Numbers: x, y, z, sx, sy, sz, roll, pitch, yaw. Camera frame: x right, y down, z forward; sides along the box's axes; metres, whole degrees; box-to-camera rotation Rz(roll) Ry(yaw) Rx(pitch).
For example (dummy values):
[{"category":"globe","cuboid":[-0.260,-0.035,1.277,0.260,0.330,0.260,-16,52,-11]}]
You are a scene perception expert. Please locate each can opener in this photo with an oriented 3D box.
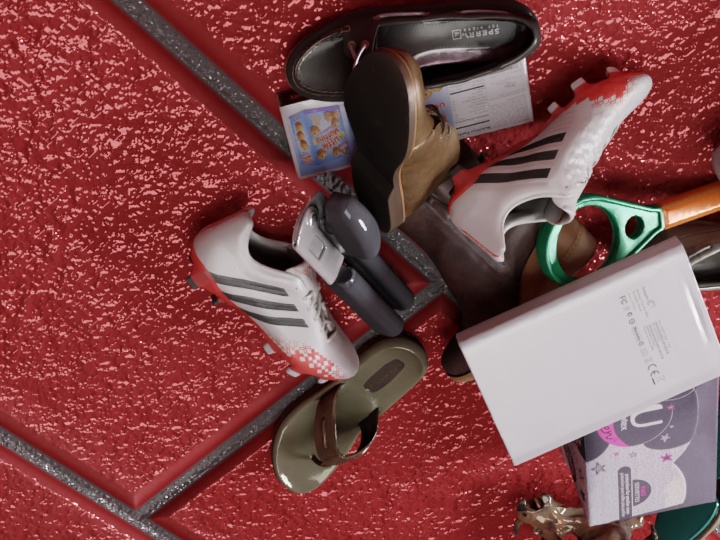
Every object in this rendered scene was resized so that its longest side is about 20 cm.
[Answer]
[{"category":"can opener","cuboid":[0.000,0.000,1.176,0.066,0.053,0.200,16,162,28]}]

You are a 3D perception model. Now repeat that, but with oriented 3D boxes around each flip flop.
[{"category":"flip flop","cuboid":[-0.011,0.140,1.320,0.081,0.058,0.200,33,115,-30]}]

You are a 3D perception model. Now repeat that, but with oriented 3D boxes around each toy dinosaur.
[{"category":"toy dinosaur","cuboid":[0.248,0.303,1.445,0.135,0.086,0.201,-25,86,13]}]

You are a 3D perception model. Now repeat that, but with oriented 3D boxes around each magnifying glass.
[{"category":"magnifying glass","cuboid":[0.236,-0.040,1.208,0.199,0.022,0.080,-18,109,-21]}]

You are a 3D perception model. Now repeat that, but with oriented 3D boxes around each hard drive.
[{"category":"hard drive","cuboid":[0.195,0.069,1.192,0.199,0.026,0.133,-24,114,5]}]

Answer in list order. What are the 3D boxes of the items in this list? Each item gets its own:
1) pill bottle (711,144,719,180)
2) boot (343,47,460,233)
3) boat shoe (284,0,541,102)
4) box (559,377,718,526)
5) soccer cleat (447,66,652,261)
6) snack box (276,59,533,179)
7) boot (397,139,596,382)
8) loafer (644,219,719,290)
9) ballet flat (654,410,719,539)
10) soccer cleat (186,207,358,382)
[{"category":"pill bottle","cuboid":[0.395,-0.121,1.159,0.112,0.113,0.200,31,117,-29]},{"category":"boot","cuboid":[0.036,-0.110,1.077,0.075,0.074,0.200,-31,156,-16]},{"category":"boat shoe","cuboid":[0.040,-0.169,1.078,0.198,0.057,0.067,-11,105,0]},{"category":"box","cuboid":[0.254,0.124,1.321,0.131,0.115,0.201,-11,128,-2]},{"category":"soccer cleat","cuboid":[0.161,-0.085,1.135,0.199,0.085,0.069,-34,160,-8]},{"category":"snack box","cuboid":[0.037,-0.130,1.141,0.198,0.024,0.072,-14,128,0]},{"category":"boot","cuboid":[0.087,-0.008,1.234,0.166,0.073,0.200,31,118,-16]},{"category":"loafer","cuboid":[0.353,-0.011,1.263,0.198,0.070,0.070,-5,128,-6]},{"category":"ballet flat","cuboid":[0.369,0.211,1.446,0.069,0.070,0.201,11,124,-18]},{"category":"soccer cleat","cuboid":[-0.059,0.024,1.208,0.085,0.069,0.200,-36,121,22]}]
